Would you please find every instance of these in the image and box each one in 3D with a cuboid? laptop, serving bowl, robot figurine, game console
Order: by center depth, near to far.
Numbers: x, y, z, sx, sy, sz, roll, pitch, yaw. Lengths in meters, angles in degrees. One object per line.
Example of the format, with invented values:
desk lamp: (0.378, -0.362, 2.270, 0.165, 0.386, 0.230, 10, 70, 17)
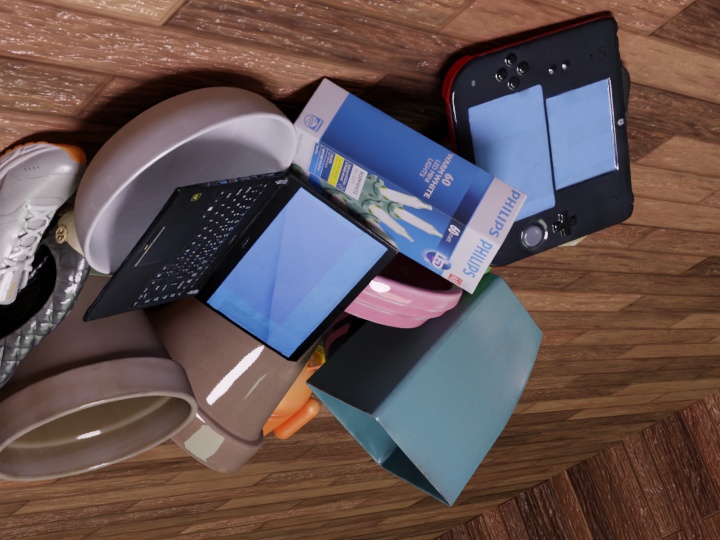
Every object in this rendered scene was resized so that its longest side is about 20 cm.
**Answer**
serving bowl: (-0.150, -0.083, 1.067, 0.199, 0.066, 0.200, -32, 164, -10)
laptop: (-0.102, 0.011, 1.120, 0.199, 0.104, 0.177, -14, 153, -50)
game console: (0.165, -0.113, 1.189, 0.175, 0.031, 0.203, -17, 117, -12)
robot figurine: (-0.132, 0.145, 1.622, 0.116, 0.145, 0.200, -23, 168, -48)

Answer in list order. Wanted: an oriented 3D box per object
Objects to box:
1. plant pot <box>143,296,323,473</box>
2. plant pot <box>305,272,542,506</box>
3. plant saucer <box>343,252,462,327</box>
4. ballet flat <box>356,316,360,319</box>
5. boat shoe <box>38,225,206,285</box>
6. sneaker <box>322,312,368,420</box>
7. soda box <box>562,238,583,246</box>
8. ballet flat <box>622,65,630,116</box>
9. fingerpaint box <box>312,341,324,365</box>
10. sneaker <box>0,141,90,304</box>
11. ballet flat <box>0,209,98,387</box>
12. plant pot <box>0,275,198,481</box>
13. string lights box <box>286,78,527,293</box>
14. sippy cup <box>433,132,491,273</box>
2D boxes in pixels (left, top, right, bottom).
plant pot: (-0.135, 0.086, 1.401, 0.174, 0.201, 0.200, -41, 157, 8)
plant pot: (0.078, 0.099, 1.332, 0.200, 0.142, 0.141, -49, -150, -14)
plant saucer: (0.000, 0.000, 1.273, 0.199, 0.200, 0.051, 6, 112, -50)
ballet flat: (0.056, -0.007, 1.420, 0.198, 0.071, 0.067, -18, 169, -40)
boat shoe: (-0.200, -0.028, 1.199, 0.199, 0.072, 0.061, 5, 106, -28)
sneaker: (-0.015, 0.071, 1.435, 0.069, 0.203, 0.082, 18, 154, -29)
soda box: (0.181, -0.066, 1.461, 0.198, 0.065, 0.068, -3, 154, -38)
ballet flat: (0.231, -0.131, 1.334, 0.067, 0.069, 0.200, -13, 158, -18)
fingerpaint box: (0.038, 0.042, 1.584, 0.197, 0.074, 0.167, -15, 159, -14)
sneaker: (-0.282, -0.027, 1.071, 0.199, 0.093, 0.075, -34, 155, 31)
ballet flat: (-0.287, 0.028, 1.115, 0.057, 0.067, 0.201, 26, 109, -44)
plant pot: (-0.269, 0.079, 1.235, 0.197, 0.176, 0.200, -17, 159, -7)
string lights box: (0.034, -0.071, 1.129, 0.059, 0.198, 0.103, -58, 175, -26)
sippy cup: (0.110, -0.081, 1.278, 0.130, 0.139, 0.179, -45, -167, 30)
